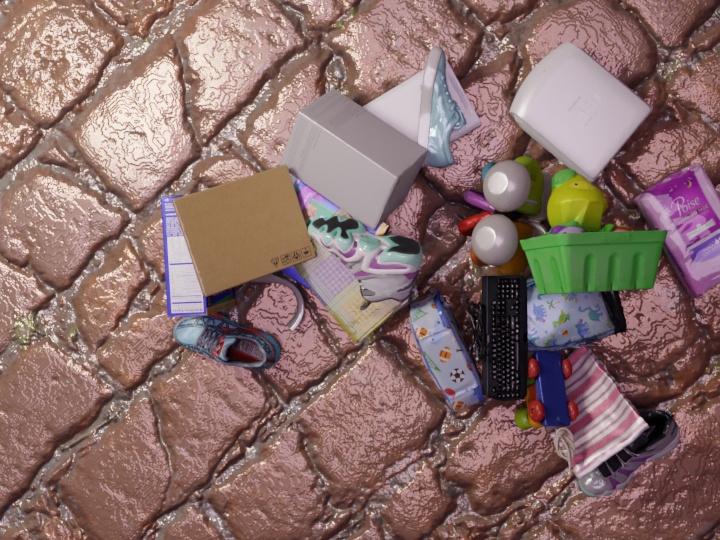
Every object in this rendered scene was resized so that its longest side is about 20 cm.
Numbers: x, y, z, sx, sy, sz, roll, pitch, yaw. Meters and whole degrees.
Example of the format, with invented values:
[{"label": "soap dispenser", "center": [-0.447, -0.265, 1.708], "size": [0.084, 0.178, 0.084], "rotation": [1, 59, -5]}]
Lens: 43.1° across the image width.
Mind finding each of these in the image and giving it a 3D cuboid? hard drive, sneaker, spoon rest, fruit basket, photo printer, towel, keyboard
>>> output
[{"label": "hard drive", "center": [0.093, -0.261, 1.588], "size": [0.199, 0.026, 0.133], "rotation": [-30, 91, 6]}, {"label": "sneaker", "center": [0.141, -0.273, 1.539], "size": [0.081, 0.074, 0.202], "rotation": [5, 105, 3]}, {"label": "sneaker", "center": [0.000, 0.000, 1.487], "size": [0.198, 0.078, 0.141], "rotation": [21, 126, 22]}, {"label": "spoon rest", "center": [-0.165, 0.014, 1.594], "size": [0.061, 0.099, 0.200], "rotation": [-41, 109, -3]}, {"label": "fruit basket", "center": [0.359, -0.066, 1.434], "size": [0.213, 0.155, 0.218], "rotation": [1, 87, -19]}, {"label": "sneaker", "center": [0.444, 0.297, 1.533], "size": [0.199, 0.140, 0.078], "rotation": [-38, 56, 0]}, {"label": "photo printer", "center": [0.365, -0.273, 1.543], "size": [0.200, 0.069, 0.167], "rotation": [41, 96, 1]}, {"label": "towel", "center": [0.371, 0.232, 1.524], "size": [0.146, 0.201, 0.030], "rotation": [-43, 132, 13]}, {"label": "sneaker", "center": [-0.240, 0.123, 1.604], "size": [0.198, 0.096, 0.080], "rotation": [13, 94, 4]}, {"label": "towel", "center": [-0.012, 0.010, 1.543], "size": [0.143, 0.023, 0.200], "rotation": [-41, 92, 6]}, {"label": "keyboard", "center": [0.223, 0.109, 1.460], "size": [0.103, 0.040, 0.203], "rotation": [-1, 89, -9]}]

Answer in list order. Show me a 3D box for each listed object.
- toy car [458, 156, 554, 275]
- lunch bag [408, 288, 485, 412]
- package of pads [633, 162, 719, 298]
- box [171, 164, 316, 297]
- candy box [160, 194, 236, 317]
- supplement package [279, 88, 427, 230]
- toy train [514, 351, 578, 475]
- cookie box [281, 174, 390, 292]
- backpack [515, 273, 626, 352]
[{"label": "toy car", "center": [0.238, -0.096, 1.537], "size": [0.149, 0.174, 0.202], "rotation": [16, 96, 40]}, {"label": "lunch bag", "center": [0.144, 0.130, 1.545], "size": [0.075, 0.160, 0.202], "rotation": [-23, 98, 8]}, {"label": "package of pads", "center": [0.564, -0.067, 1.537], "size": [0.120, 0.076, 0.201], "rotation": [-30, 91, 3]}, {"label": "box", "center": [-0.187, -0.067, 1.486], "size": [0.198, 0.021, 0.165], "rotation": [-20, 96, -17]}, {"label": "candy box", "center": [-0.276, -0.027, 1.562], "size": [0.076, 0.169, 0.203], "rotation": [-2, 94, 8]}, {"label": "supplement package", "center": [-0.012, -0.186, 1.521], "size": [0.199, 0.121, 0.120], "rotation": [35, 131, 10]}, {"label": "toy train", "center": [0.299, 0.245, 1.518], "size": [0.084, 0.116, 0.202], "rotation": [4, 70, -23]}, {"label": "cookie box", "center": [-0.073, -0.059, 1.589], "size": [0.199, 0.075, 0.172], "rotation": [31, 95, 1]}, {"label": "backpack", "center": [0.335, 0.062, 1.541], "size": [0.198, 0.154, 0.165], "rotation": [-16, 96, 17]}]
